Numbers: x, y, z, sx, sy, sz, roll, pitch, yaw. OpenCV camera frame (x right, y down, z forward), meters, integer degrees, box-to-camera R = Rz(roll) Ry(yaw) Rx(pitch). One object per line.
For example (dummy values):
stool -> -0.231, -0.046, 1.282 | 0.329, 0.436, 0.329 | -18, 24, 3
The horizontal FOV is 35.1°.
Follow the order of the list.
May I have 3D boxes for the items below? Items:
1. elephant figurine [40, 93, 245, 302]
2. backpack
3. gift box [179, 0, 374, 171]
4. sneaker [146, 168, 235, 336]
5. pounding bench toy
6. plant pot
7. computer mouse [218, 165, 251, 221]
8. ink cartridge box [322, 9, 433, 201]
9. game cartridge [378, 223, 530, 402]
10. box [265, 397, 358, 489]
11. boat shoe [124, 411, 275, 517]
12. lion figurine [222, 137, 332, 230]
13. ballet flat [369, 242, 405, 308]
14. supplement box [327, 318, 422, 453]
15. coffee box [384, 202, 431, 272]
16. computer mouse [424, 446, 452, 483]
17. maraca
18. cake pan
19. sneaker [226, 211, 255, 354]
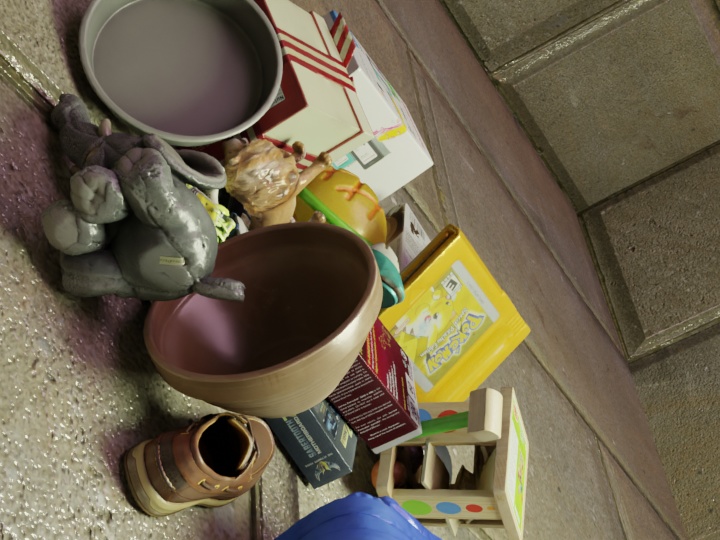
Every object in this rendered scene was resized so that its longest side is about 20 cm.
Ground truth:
elephant figurine -> -0.181, -0.065, 0.946 | 0.200, 0.140, 0.157 | -99, 174, -65
backpack -> 0.006, 0.281, 0.951 | 0.200, 0.162, 0.168 | 38, 19, -27
gift box -> -0.103, -0.207, 1.269 | 0.186, 0.183, 0.202 | 14, 55, -64
sneaker -> -0.156, -0.025, 1.041 | 0.075, 0.076, 0.202 | 41, 31, -53
pounding bench toy -> 0.087, 0.190, 1.215 | 0.201, 0.154, 0.125 | 68, 25, -49
plant pot -> -0.071, 0.054, 0.943 | 0.202, 0.199, 0.093 | -91, 165, -53
computer mouse -> -0.133, -0.064, 1.231 | 0.200, 0.034, 0.059 | 42, 58, -63
ink cartridge box -> -0.026, -0.202, 1.510 | 0.200, 0.145, 0.147 | 46, 16, -43
game cartridge -> 0.096, 0.072, 1.331 | 0.200, 0.176, 0.032 | 49, -8, -37
box -> -0.057, 0.104, 1.179 | 0.158, 0.051, 0.200 | 57, 18, -19
boat shoe -> -0.112, 0.152, 0.931 | 0.073, 0.067, 0.200 | 66, 18, 9
lion figurine -> -0.093, -0.062, 1.185 | 0.122, 0.072, 0.201 | -40, 147, -35
ballet flat -> 0.000, 0.000, 1.224 | 0.070, 0.199, 0.068 | -46, 108, -24
supplement box -> -0.012, 0.080, 1.151 | 0.200, 0.060, 0.109 | 52, 20, -36
coffee box -> 0.026, 0.013, 1.436 | 0.080, 0.112, 0.201 | 55, 21, -25
computer mouse -> 0.061, 0.206, 1.372 | 0.201, 0.046, 0.140 | 61, 18, -8
maraca -> -0.045, -0.080, 1.394 | 0.200, 0.107, 0.137 | 43, 4, 29
cake pan -> -0.176, -0.207, 1.117 | 0.202, 0.198, 0.037 | 69, -25, 16
sneaker -> -0.112, 0.028, 1.088 | 0.077, 0.075, 0.201 | 47, 24, -35
